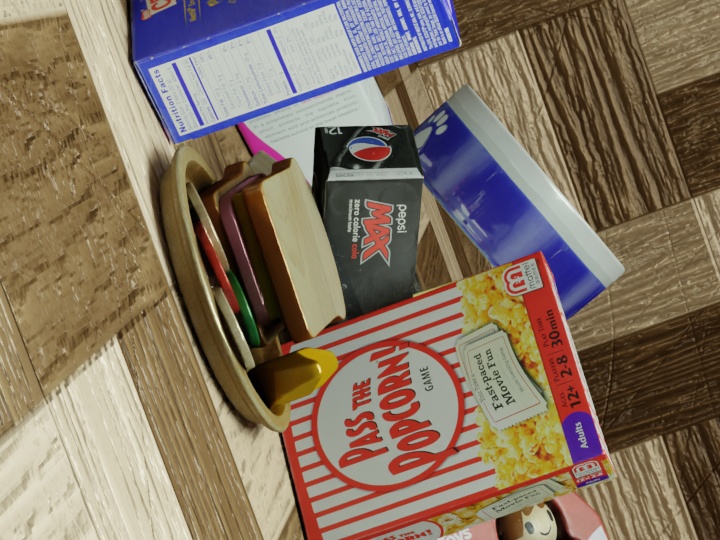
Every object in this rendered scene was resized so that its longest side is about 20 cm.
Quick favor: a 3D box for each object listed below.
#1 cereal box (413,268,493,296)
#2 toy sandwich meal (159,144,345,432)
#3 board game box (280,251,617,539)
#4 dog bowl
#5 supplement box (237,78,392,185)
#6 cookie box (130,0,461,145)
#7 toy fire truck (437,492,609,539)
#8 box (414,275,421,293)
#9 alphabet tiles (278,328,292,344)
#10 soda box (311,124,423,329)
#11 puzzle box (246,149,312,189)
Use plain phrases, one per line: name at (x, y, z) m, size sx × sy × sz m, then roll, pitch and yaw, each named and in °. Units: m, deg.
cereal box at (0.061, 0.044, 1.982) m, size 0.200 × 0.143 × 0.040 m, roll 22°, pitch 51°, yaw -79°
toy sandwich meal at (-0.060, 0.005, 1.465) m, size 0.205 × 0.070 × 0.207 m, roll -20°, pitch 90°, yaw -83°
board game box at (0.049, 0.093, 1.538) m, size 0.046 × 0.199 × 0.152 m, roll 56°, pitch 15°, yaw -60°
dog bowl at (0.121, -0.051, 1.923) m, size 0.200 × 0.079 × 0.200 m, roll 49°, pitch 5°, yaw -5°
supplement box at (-0.046, -0.142, 1.829) m, size 0.200 × 0.101 × 0.104 m, roll 63°, pitch 10°, yaw -47°
cookie box at (-0.046, -0.183, 1.548) m, size 0.172 × 0.199 × 0.076 m, roll -98°, pitch 168°, yaw -53°
toy fire truck at (0.089, 0.201, 1.644) m, size 0.112 × 0.199 × 0.169 m, roll -28°, pitch -96°, yaw 56°
box at (0.023, 0.008, 2.175) m, size 0.160 × 0.043 × 0.201 m, roll 26°, pitch 45°, yaw -80°
alphabet tiles at (-0.027, 0.106, 1.701) m, size 0.166 × 0.006 × 0.201 m, roll -68°, pitch 139°, yaw -80°
soda box at (0.000, 0.000, 1.615) m, size 0.064 × 0.070 × 0.201 m, roll -102°, pitch -168°, yaw -52°
puzzle box at (-0.010, 0.010, 1.757) m, size 0.133 × 0.025 × 0.200 m, roll 36°, pitch -19°, yaw 41°
